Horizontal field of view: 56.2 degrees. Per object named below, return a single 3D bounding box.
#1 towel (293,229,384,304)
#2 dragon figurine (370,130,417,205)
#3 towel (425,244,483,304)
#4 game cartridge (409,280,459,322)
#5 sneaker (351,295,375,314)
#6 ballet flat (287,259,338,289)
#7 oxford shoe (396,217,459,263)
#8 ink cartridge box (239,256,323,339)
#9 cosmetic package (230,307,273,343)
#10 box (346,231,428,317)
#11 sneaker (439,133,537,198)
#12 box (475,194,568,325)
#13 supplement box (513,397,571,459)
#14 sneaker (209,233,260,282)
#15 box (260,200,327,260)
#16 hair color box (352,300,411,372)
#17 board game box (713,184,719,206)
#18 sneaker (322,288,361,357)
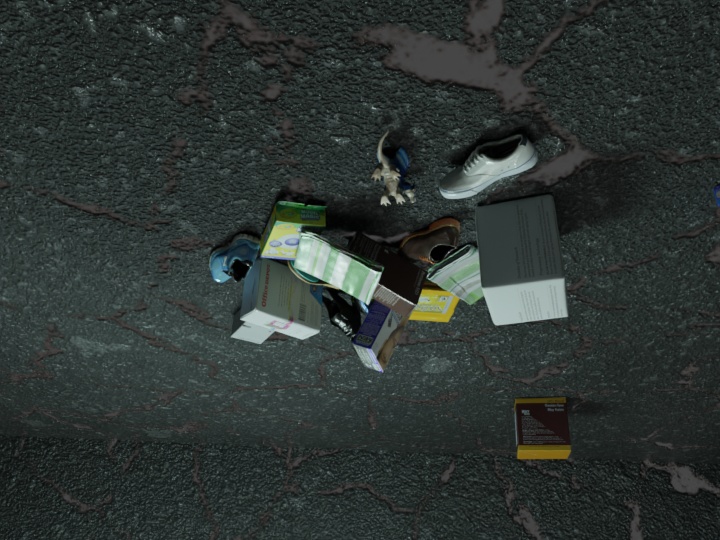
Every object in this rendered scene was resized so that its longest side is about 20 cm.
[{"bbox_3d":[-0.052,-0.006,1.495,0.196,0.024,0.154,25,146,3],"label":"towel"},{"bbox_3d":[0.060,-0.194,1.284,0.057,0.101,0.202,-7,132,20],"label":"dragon figurine"},{"bbox_3d":[0.271,0.017,1.669,0.148,0.031,0.198,-32,137,29],"label":"towel"},{"bbox_3d":[0.177,0.086,1.834,0.171,0.033,0.201,4,150,-3],"label":"game cartridge"},{"bbox_3d":[0.010,0.083,1.773,0.081,0.073,0.200,10,171,12],"label":"sneaker"},{"bbox_3d":[-0.107,0.009,1.676,0.197,0.070,0.062,22,160,-31],"label":"ballet flat"},{"bbox_3d":[0.149,-0.047,1.539,0.070,0.075,0.199,17,149,-28],"label":"oxford shoe"},{"bbox_3d":[-0.198,0.072,1.709,0.197,0.148,0.084,23,147,-35],"label":"ink cartridge box"},{"bbox_3d":[-0.290,0.138,1.918,0.100,0.076,0.200,15,148,-23],"label":"cosmetic package"},{"bbox_3d":[0.048,0.009,1.559,0.197,0.102,0.075,30,146,-9],"label":"box"},{"bbox_3d":[0.229,-0.202,1.263,0.197,0.074,0.071,-24,135,24],"label":"sneaker"},{"bbox_3d":[0.347,-0.017,1.449,0.167,0.205,0.200,-9,152,16],"label":"box"},{"bbox_3d":[0.696,0.607,2.596,0.192,0.205,0.133,-3,152,9],"label":"supplement box"},{"bbox_3d":[-0.309,-0.012,1.617,0.077,0.092,0.199,18,148,-29],"label":"sneaker"},{"bbox_3d":[-0.149,-0.088,1.503,0.114,0.049,0.201,4,151,-18],"label":"box"},{"bbox_3d":[0.060,0.140,1.716,0.064,0.202,0.110,13,148,31],"label":"hair color box"},{"bbox_3d":[0.818,-0.168,1.301,0.149,0.046,0.200,15,148,-24],"label":"board game box"},{"bbox_3d":[-0.039,0.142,1.782,0.103,0.202,0.060,21,126,-42],"label":"sneaker"}]
